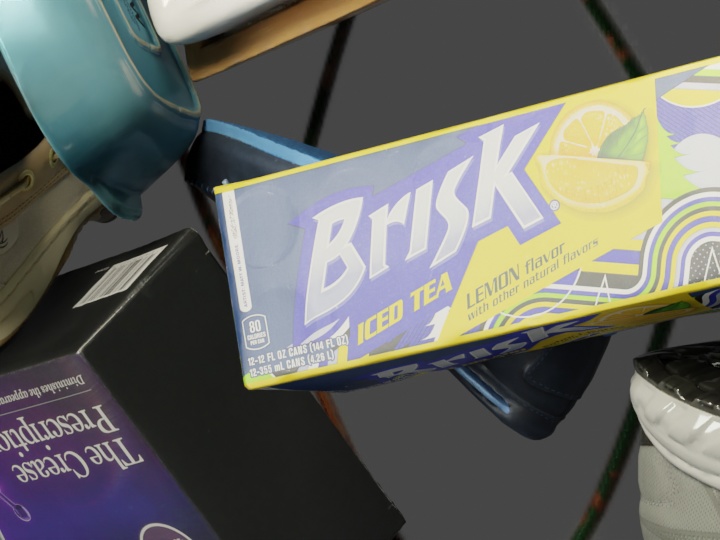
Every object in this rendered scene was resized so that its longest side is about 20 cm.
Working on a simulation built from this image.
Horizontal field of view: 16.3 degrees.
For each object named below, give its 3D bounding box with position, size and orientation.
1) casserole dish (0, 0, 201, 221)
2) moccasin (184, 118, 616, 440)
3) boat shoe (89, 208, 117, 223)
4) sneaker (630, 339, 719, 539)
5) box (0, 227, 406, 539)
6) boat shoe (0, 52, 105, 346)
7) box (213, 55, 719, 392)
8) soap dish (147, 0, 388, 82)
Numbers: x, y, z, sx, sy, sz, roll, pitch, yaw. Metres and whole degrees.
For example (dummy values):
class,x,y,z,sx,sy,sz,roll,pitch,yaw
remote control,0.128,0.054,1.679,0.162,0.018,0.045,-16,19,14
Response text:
class,x,y,z,sx,sy,sz,roll,pitch,yaw
casserole dish,-0.111,-0.114,0.905,0.039,0.121,0.200,-26,82,10
moccasin,0.000,0.000,0.882,0.200,0.080,0.068,27,100,46
boat shoe,-0.175,-0.079,1.093,0.200,0.068,0.072,33,116,43
sneaker,0.154,0.085,0.728,0.200,0.074,0.079,30,123,51
box,-0.102,0.079,0.962,0.200,0.079,0.141,-17,116,48
boat shoe,-0.131,-0.052,0.957,0.074,0.200,0.069,-2,131,22
box,0.058,-0.013,0.777,0.200,0.064,0.070,-14,80,25
soap dish,-0.017,-0.182,0.897,0.157,0.081,0.200,-19,78,48
